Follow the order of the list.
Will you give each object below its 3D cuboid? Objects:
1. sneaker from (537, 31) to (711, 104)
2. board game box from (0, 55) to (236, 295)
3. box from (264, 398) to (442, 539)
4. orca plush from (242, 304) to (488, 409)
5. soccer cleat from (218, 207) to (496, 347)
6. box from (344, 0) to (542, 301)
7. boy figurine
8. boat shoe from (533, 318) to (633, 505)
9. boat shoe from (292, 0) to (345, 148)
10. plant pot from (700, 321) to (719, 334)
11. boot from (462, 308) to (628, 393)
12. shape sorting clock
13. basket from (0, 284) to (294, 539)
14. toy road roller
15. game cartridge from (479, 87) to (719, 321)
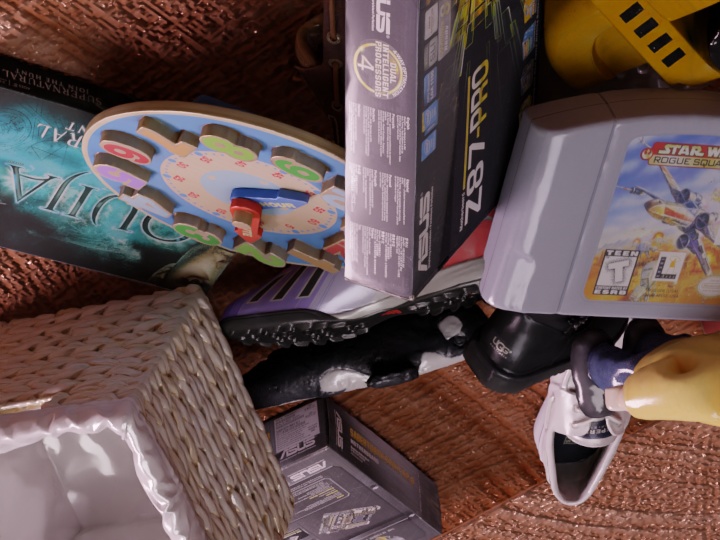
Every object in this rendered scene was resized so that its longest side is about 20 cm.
[{"bbox_3d":[0.136,-0.104,1.210,0.199,0.077,0.080,-23,157,20],"label":"sneaker"},{"bbox_3d":[-0.158,-0.053,1.250,0.199,0.028,0.135,15,135,-25],"label":"board game box"},{"bbox_3d":[-0.061,0.184,1.541,0.199,0.049,0.158,-27,138,23],"label":"box"},{"bbox_3d":[-0.012,0.042,1.384,0.199,0.072,0.105,-13,-173,23],"label":"orca plush"},{"bbox_3d":[0.000,0.000,1.311,0.199,0.074,0.068,-14,166,17],"label":"soccer cleat"},{"bbox_3d":[0.045,-0.110,1.070,0.049,0.161,0.201,17,127,24],"label":"box"},{"bbox_3d":[0.208,0.065,1.177,0.124,0.200,0.065,-12,102,-27],"label":"boy figurine"},{"bbox_3d":[0.167,0.095,1.450,0.073,0.066,0.201,-4,141,-3],"label":"boat shoe"},{"bbox_3d":[-0.002,-0.125,1.166,0.072,0.072,0.200,24,153,10],"label":"boat shoe"},{"bbox_3d":[0.311,-0.010,1.262,0.177,0.202,0.200,-23,140,35],"label":"plant pot"},{"bbox_3d":[0.163,-0.022,1.266,0.165,0.066,0.201,-33,159,-49],"label":"boot"},{"bbox_3d":[-0.065,-0.044,1.170,0.198,0.040,0.200,10,161,3],"label":"shape sorting clock"},{"bbox_3d":[-0.167,0.141,1.310,0.197,0.161,0.201,-10,116,25],"label":"basket"},{"bbox_3d":[0.144,-0.175,1.075,0.145,0.124,0.200,-19,141,32],"label":"toy road roller"},{"bbox_3d":[0.174,-0.036,1.133,0.198,0.042,0.134,2,126,-18],"label":"game cartridge"}]
